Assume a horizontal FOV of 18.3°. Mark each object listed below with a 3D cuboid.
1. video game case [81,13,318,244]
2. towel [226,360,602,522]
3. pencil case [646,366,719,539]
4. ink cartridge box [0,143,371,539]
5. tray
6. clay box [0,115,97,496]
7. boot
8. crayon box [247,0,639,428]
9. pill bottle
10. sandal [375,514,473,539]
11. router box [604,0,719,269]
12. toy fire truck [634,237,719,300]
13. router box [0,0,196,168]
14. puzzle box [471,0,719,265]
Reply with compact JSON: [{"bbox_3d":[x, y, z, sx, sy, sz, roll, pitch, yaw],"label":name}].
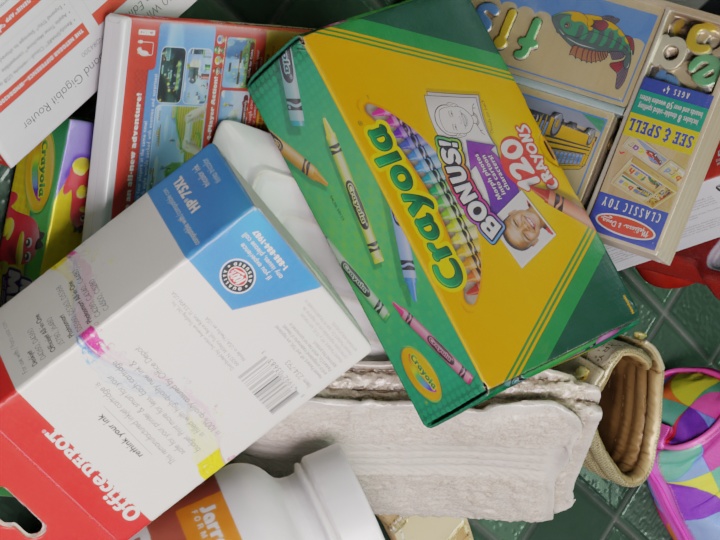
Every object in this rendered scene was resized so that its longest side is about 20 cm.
[{"bbox_3d":[-0.055,-0.055,1.155,0.200,0.017,0.143,-1,102,-44],"label":"video game case"},{"bbox_3d":[0.024,0.095,1.204,0.199,0.035,0.133,2,146,-4],"label":"towel"},{"bbox_3d":[0.237,0.157,1.463,0.088,0.088,0.200,-41,122,-23],"label":"pencil case"},{"bbox_3d":[-0.110,0.049,1.072,0.200,0.067,0.116,-37,130,2],"label":"ink cartridge box"},{"bbox_3d":[0.000,0.000,1.163,0.200,0.022,0.108,17,89,-31],"label":"tray"},{"bbox_3d":[-0.133,0.025,1.150,0.115,0.048,0.201,7,95,-41],"label":"clay box"},{"bbox_3d":[0.095,0.020,1.262,0.073,0.155,0.200,-25,116,-31],"label":"boot"},{"bbox_3d":[0.042,-0.035,1.132,0.119,0.058,0.200,-22,81,-40],"label":"crayon box"},{"bbox_3d":[-0.085,0.167,1.146,0.200,0.112,0.112,-24,119,-5],"label":"pill bottle"},{"bbox_3d":[0.038,0.126,1.302,0.078,0.070,0.212,-37,122,-25],"label":"sandal"},{"bbox_3d":[0.213,-0.110,1.243,0.049,0.200,0.180,41,42,-38],"label":"router box"},{"bbox_3d":[0.237,-0.068,1.344,0.200,0.168,0.112,-48,127,-18],"label":"toy fire truck"},{"bbox_3d":[-0.156,-0.182,1.077,0.200,0.049,0.180,-44,125,-21],"label":"router box"},{"bbox_3d":[0.100,-0.095,1.212,0.025,0.200,0.133,26,84,-61],"label":"puzzle box"}]
